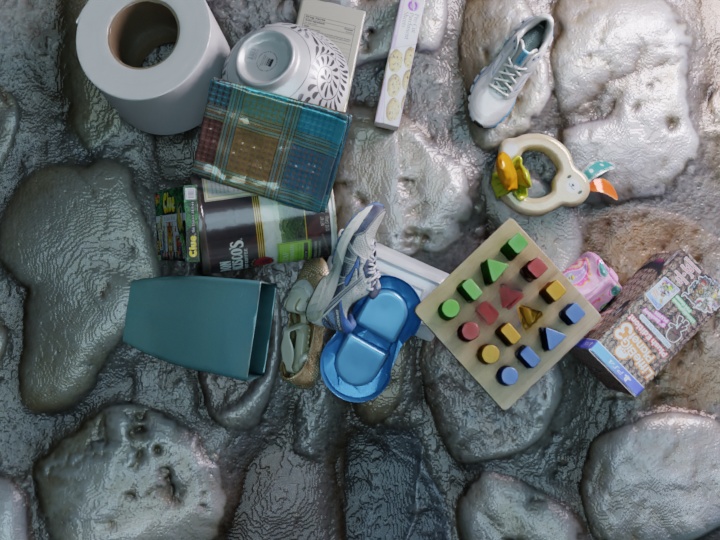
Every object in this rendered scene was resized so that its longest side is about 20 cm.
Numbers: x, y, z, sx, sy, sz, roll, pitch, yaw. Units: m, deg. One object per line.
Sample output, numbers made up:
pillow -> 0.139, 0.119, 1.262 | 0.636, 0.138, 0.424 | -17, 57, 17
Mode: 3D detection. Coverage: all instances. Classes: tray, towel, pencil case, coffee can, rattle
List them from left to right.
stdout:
coffee can -> -0.142, -0.080, 1.558 | 0.197, 0.146, 0.149 | -8, 89, -8
towel -> -0.123, -0.169, 1.456 | 0.197, 0.022, 0.148 | 16, 112, -2
tray -> 0.040, 0.022, 1.633 | 0.198, 0.022, 0.109 | 23, 89, -1
pencil case -> 0.300, 0.064, 1.605 | 0.200, 0.087, 0.088 | -42, 90, -3
rattle -> 0.300, -0.148, 1.588 | 0.197, 0.143, 0.132 | 14, 70, 5

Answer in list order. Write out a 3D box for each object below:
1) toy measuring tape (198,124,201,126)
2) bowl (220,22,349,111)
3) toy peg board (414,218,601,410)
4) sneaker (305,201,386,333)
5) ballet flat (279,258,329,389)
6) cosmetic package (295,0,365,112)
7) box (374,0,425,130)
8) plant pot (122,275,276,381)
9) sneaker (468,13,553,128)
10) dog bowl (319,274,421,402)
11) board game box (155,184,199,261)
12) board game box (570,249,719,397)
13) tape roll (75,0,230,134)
toy measuring tape -> -0.188, -0.182, 1.611 | 0.197, 0.074, 0.075 | 9, 88, 0
bowl -> -0.120, -0.276, 1.492 | 0.198, 0.094, 0.204 | -4, 69, 12
toy peg board -> 0.214, 0.061, 1.518 | 0.200, 0.098, 0.199 | -43, 86, -2
sneaker -> 0.000, 0.000, 1.540 | 0.084, 0.077, 0.202 | 28, 101, 13
ballet flat -> -0.086, 0.077, 1.600 | 0.070, 0.065, 0.203 | 1, 86, 38
cosmetic package -> -0.061, -0.294, 1.588 | 0.104, 0.071, 0.203 | 13, 73, -2
box -> 0.059, -0.317, 1.632 | 0.041, 0.039, 0.203 | 13, 88, -2
plant pot -> -0.239, 0.073, 1.570 | 0.197, 0.141, 0.144 | 9, 88, 5
sneaker -> 0.229, -0.309, 1.614 | 0.074, 0.087, 0.202 | 31, 89, -2
dog bowl -> 0.016, 0.099, 1.602 | 0.110, 0.050, 0.202 | 28, 97, -2
board game box -> -0.266, -0.066, 1.539 | 0.023, 0.200, 0.107 | -1, 91, -22
board game box -> 0.419, 0.077, 1.571 | 0.097, 0.159, 0.200 | 44, 88, 1
tape roll -> -0.297, -0.317, 1.555 | 0.199, 0.139, 0.206 | -2, 76, 7
